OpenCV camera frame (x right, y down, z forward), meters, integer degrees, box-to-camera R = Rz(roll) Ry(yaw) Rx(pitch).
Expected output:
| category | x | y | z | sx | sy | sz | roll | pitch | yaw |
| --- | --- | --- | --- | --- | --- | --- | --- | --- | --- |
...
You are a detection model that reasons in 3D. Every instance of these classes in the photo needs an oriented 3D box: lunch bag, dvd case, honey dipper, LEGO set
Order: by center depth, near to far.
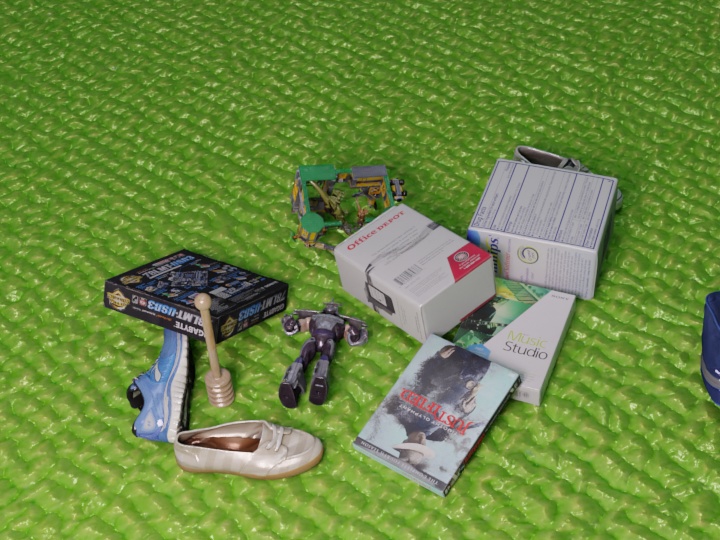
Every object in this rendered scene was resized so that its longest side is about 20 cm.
| category | x | y | z | sx | sy | sz | roll | pitch | yaw |
| --- | --- | --- | --- | --- | --- | --- | --- | --- | --- |
| lunch bag | 0.556 | 0.113 | 1.447 | 0.199 | 0.133 | 0.136 | 1 | 27 | 7 |
| dvd case | 0.103 | 0.188 | 1.454 | 0.146 | 0.022 | 0.200 | 25 | 62 | 28 |
| honey dipper | -0.199 | 0.105 | 1.464 | 0.038 | 0.201 | 0.038 | -2 | 41 | 2 |
| LEGO set | -0.030 | -0.091 | 1.755 | 0.199 | 0.116 | 0.154 | -12 | 66 | -18 |

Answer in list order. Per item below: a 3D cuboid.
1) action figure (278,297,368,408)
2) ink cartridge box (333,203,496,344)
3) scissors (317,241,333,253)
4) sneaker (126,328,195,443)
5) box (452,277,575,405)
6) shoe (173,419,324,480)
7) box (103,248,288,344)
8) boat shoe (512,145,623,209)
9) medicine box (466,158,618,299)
| category | x | y | z | sx | sy | sz | roll | pitch | yaw |
| --- | --- | --- | --- | --- | --- | --- | --- | --- | --- |
| action figure | -0.056 | 0.106 | 1.551 | 0.129 | 0.070 | 0.200 | 1 | 39 | 13 |
| ink cartridge box | 0.079 | 0.002 | 1.608 | 0.145 | 0.084 | 0.200 | -35 | 44 | -23 |
| scissors | 0.000 | 0.000 | 1.699 | 0.199 | 0.014 | 0.073 | 20 | 49 | 22 |
| sneaker | -0.279 | 0.150 | 1.512 | 0.089 | 0.079 | 0.200 | -1 | 43 | 0 |
| box | 0.215 | 0.095 | 1.562 | 0.144 | 0.036 | 0.200 | 13 | 44 | 18 |
| shoe | -0.148 | 0.233 | 1.428 | 0.199 | 0.054 | 0.070 | -2 | 42 | 2 |
| box | -0.238 | 0.035 | 1.602 | 0.198 | 0.050 | 0.200 | 16 | 20 | 22 |
| boat shoe | 0.341 | -0.156 | 1.803 | 0.200 | 0.066 | 0.072 | 27 | 51 | 30 |
| medicine box | 0.281 | -0.067 | 1.683 | 0.199 | 0.103 | 0.182 | 11 | 45 | 17 |
